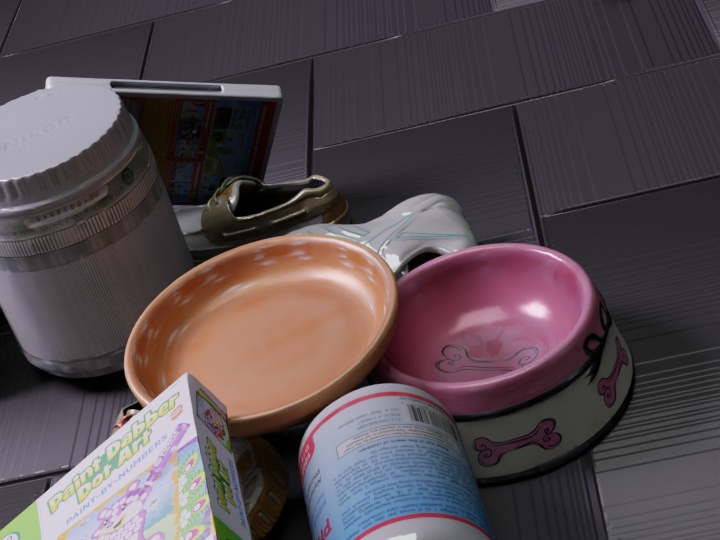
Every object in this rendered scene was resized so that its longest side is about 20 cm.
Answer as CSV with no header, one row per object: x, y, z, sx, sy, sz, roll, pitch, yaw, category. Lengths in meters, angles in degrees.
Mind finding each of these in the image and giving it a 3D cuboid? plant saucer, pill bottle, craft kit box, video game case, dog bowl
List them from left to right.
-0.152,0.181,0.898,0.200,0.049,0.198,-41,25,8,craft kit box
-0.176,-0.108,1.318,0.198,0.144,0.018,1,51,-16,video game case
-0.066,0.048,1.062,0.198,0.038,0.201,-12,35,8,plant saucer
0.026,0.167,0.914,0.108,0.109,0.201,-17,33,0,pill bottle
0.090,0.056,1.078,0.198,0.074,0.201,-12,34,8,dog bowl

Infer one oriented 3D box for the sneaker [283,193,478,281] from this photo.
0.000,0.000,1.205,0.199,0.071,0.080,-21,36,-6,sneaker

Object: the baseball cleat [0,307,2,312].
-0.328,-0.019,1.379,0.069,0.107,0.200,14,-1,-14,baseball cleat

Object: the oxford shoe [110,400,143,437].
-0.166,0.138,1.073,0.070,0.075,0.200,5,39,30,oxford shoe

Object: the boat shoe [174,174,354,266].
-0.101,-0.048,1.319,0.198,0.069,0.075,-4,35,20,boat shoe

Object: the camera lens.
-0.227,-0.027,1.225,0.158,0.201,0.161,-11,34,8,camera lens

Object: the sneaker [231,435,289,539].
-0.126,0.192,0.998,0.087,0.076,0.200,-11,28,42,sneaker
